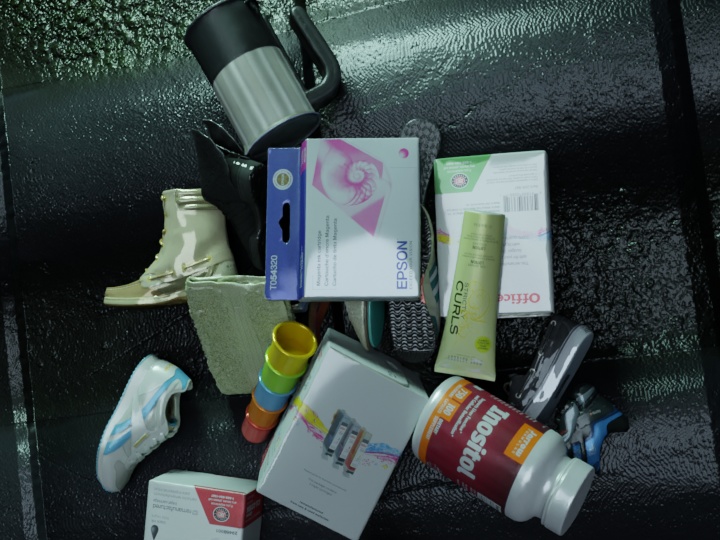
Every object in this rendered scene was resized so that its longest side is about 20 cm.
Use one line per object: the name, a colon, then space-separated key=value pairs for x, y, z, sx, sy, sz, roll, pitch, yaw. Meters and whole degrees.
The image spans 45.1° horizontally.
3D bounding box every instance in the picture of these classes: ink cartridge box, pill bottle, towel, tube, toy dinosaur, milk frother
ink cartridge box: x=-0.023 y=-0.062 z=1.068 sx=0.196 sy=0.043 sz=0.201 roll=-1 pitch=81 yaw=3
ink cartridge box: x=0.172 y=-0.041 z=1.109 sx=0.142 sy=0.087 sz=0.204 roll=-3 pitch=87 yaw=13
ink cartridge box: x=-0.217 y=0.388 z=1.185 sx=0.141 sy=0.084 sz=0.204 roll=4 pitch=90 yaw=12
pill bottle: x=0.168 y=0.218 z=1.021 sx=0.198 sy=0.113 sz=0.115 roll=27 pitch=94 yaw=27
towel: x=-0.148 y=0.089 z=1.151 sx=0.145 sy=0.037 sz=0.203 roll=-2 pitch=126 yaw=13
tube: x=0.139 y=0.030 z=1.050 sx=0.058 sy=0.051 sz=0.204 roll=16 pitch=101 yaw=53
toy dinosaur: x=-0.044 y=-0.022 z=1.183 sx=0.180 sy=0.105 sz=0.201 roll=-36 pitch=115 yaw=0
ink cartridge box: x=-0.023 y=0.200 z=1.100 sx=0.143 sy=0.145 sz=0.202 roll=28 pitch=93 yaw=-5
milk frother: x=-0.127 y=-0.277 z=1.129 sx=0.179 sy=0.200 sz=0.190 roll=-31 pitch=82 yaw=6

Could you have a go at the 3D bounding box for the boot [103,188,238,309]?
boot: x=-0.272 y=-0.030 z=1.216 sx=0.196 sy=0.073 sz=0.159 roll=-10 pitch=87 yaw=11

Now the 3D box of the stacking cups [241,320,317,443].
stacking cups: x=-0.115 y=0.156 z=1.131 sx=0.060 sy=0.060 sz=0.202 roll=35 pitch=128 yaw=12

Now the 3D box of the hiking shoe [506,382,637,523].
hiking shoe: x=0.257 y=0.243 z=1.086 sx=0.086 sy=0.074 sz=0.202 roll=34 pitch=96 yaw=12

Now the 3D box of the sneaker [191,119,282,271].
sneaker: x=-0.168 y=-0.098 z=1.169 sx=0.103 sy=0.060 sz=0.202 roll=20 pitch=134 yaw=26

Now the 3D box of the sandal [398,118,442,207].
sandal: x=0.059 y=-0.100 z=1.154 sx=0.074 sy=0.048 sz=0.203 roll=24 pitch=95 yaw=8

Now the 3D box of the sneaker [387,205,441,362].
sneaker: x=0.068 y=0.014 z=1.125 sx=0.069 sy=0.093 sz=0.204 roll=-5 pitch=90 yaw=10

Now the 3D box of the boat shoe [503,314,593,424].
boat shoe: x=0.219 y=0.147 z=1.106 sx=0.066 sy=0.070 sz=0.202 roll=33 pitch=99 yaw=29

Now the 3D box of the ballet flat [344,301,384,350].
ballet flat: x=0.000 y=0.000 z=1.125 sx=0.061 sy=0.067 sz=0.204 roll=3 pitch=89 yaw=23

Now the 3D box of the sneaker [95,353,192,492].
sneaker: x=-0.305 y=0.224 z=1.215 sx=0.080 sy=0.076 sz=0.203 roll=25 pitch=96 yaw=10
